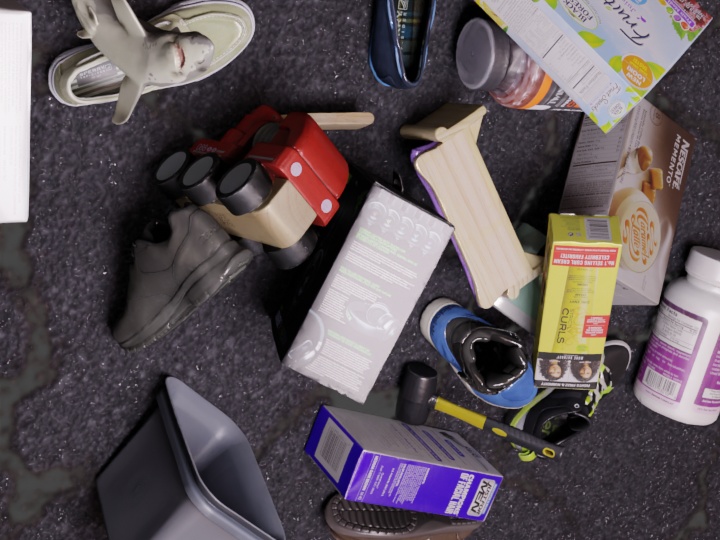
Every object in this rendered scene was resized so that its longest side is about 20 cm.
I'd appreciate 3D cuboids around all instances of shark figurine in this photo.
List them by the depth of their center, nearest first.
[{"bbox_3d":[-0.193,-0.217,0.998,0.089,0.215,0.129,-25,158,-45],"label":"shark figurine"}]

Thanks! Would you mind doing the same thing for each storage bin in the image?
[{"bbox_3d":[-0.173,0.231,1.165,0.134,0.201,0.145,-43,125,7],"label":"storage bin"}]

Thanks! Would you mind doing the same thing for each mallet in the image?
[{"bbox_3d":[0.129,0.175,1.320,0.041,0.198,0.067,-34,149,-63],"label":"mallet"}]

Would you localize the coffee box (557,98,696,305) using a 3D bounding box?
[{"bbox_3d":[0.289,-0.076,1.312,0.114,0.079,0.203,27,72,-34],"label":"coffee box"}]

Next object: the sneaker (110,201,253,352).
[{"bbox_3d":[-0.180,0.004,1.097,0.091,0.199,0.076,50,39,-3],"label":"sneaker"}]

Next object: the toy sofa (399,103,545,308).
[{"bbox_3d":[0.110,-0.066,1.234,0.097,0.083,0.202,-34,111,-16],"label":"toy sofa"}]

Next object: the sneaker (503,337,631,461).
[{"bbox_3d":[0.265,0.165,1.437,0.199,0.083,0.072,-38,124,-10],"label":"sneaker"}]

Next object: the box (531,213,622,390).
[{"bbox_3d":[0.222,0.035,1.230,0.074,0.051,0.202,3,129,2],"label":"box"}]

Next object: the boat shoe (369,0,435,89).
[{"bbox_3d":[0.056,-0.277,1.148,0.083,0.069,0.203,-12,115,-24],"label":"boat shoe"}]

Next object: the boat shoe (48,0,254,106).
[{"bbox_3d":[-0.179,-0.188,1.058,0.198,0.062,0.073,-26,120,-18],"label":"boat shoe"}]

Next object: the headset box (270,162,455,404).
[{"bbox_3d":[0.000,0.000,1.157,0.092,0.174,0.202,27,97,-12],"label":"headset box"}]

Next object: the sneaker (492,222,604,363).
[{"bbox_3d":[0.234,0.027,1.362,0.199,0.074,0.119,34,91,-28],"label":"sneaker"}]

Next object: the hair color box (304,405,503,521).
[{"bbox_3d":[0.049,0.216,1.322,0.197,0.109,0.066,14,103,-32],"label":"hair color box"}]

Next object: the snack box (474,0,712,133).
[{"bbox_3d":[0.223,-0.259,1.154,0.200,0.068,0.169,45,54,3],"label":"snack box"}]

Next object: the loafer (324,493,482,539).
[{"bbox_3d":[0.047,0.299,1.375,0.197,0.074,0.072,7,129,-22],"label":"loafer"}]

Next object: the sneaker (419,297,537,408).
[{"bbox_3d":[0.157,0.114,1.339,0.077,0.111,0.200,-47,125,-3],"label":"sneaker"}]

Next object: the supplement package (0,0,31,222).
[{"bbox_3d":[-0.327,-0.140,0.912,0.109,0.200,0.158,-4,112,-27],"label":"supplement package"}]

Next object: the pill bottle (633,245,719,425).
[{"bbox_3d":[0.419,0.078,1.470,0.111,0.112,0.203,7,107,-31],"label":"pill bottle"}]

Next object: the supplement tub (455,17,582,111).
[{"bbox_3d":[0.198,-0.219,1.229,0.197,0.107,0.109,-3,111,-28],"label":"supplement tub"}]

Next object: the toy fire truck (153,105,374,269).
[{"bbox_3d":[-0.063,-0.106,1.100,0.201,0.175,0.129,-53,125,-17],"label":"toy fire truck"}]
